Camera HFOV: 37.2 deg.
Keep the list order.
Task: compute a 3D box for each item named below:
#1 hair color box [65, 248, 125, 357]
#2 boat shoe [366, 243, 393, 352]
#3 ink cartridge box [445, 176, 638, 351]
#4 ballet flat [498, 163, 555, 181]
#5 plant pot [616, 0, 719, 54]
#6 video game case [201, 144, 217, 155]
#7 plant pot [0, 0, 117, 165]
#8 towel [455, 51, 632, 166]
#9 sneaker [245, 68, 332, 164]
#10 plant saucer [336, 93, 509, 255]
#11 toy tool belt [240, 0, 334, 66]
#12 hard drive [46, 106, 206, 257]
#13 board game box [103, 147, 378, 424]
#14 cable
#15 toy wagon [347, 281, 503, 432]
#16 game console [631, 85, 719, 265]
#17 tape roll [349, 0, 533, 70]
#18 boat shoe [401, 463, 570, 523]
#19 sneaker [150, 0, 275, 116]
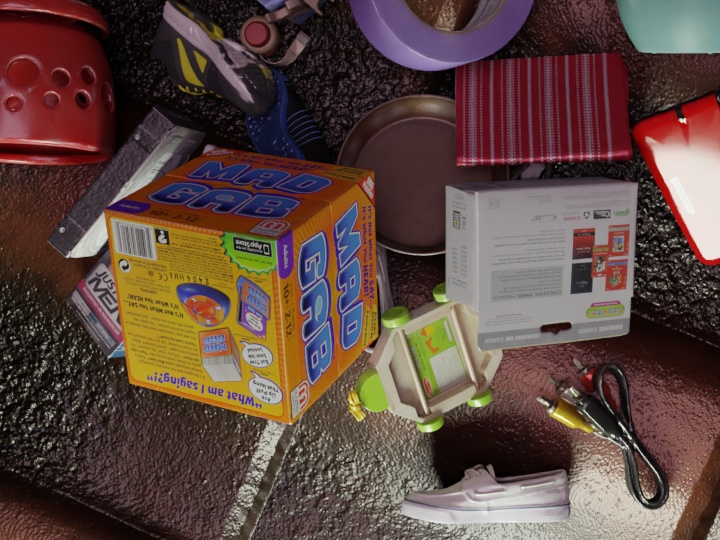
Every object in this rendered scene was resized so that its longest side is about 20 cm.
[{"bbox_3d":[-0.254,0.002,1.286,0.200,0.061,0.100,-46,73,16],"label":"hair color box"},{"bbox_3d":[0.000,0.000,1.265,0.073,0.065,0.200,-20,90,8],"label":"boat shoe"},{"bbox_3d":[0.200,-0.011,1.192,0.200,0.084,0.176,-4,101,-19],"label":"ink cartridge box"},{"bbox_3d":[0.163,-0.058,1.252,0.066,0.057,0.200,27,96,7],"label":"ballet flat"},{"bbox_3d":[0.365,-0.317,1.150,0.200,0.201,0.161,1,104,8],"label":"plant pot"},{"bbox_3d":[-0.141,-0.028,1.281,0.200,0.023,0.182,30,101,20],"label":"video game case"},{"bbox_3d":[-0.384,-0.223,1.249,0.200,0.200,0.183,2,90,8],"label":"plant pot"},{"bbox_3d":[0.209,-0.184,1.228,0.200,0.022,0.145,-2,64,8],"label":"towel"},{"bbox_3d":[-0.079,-0.151,1.256,0.070,0.078,0.200,-37,48,26],"label":"sneaker"},{"bbox_3d":[0.072,-0.108,1.249,0.200,0.034,0.201,-1,72,2],"label":"plant saucer"},{"bbox_3d":[-0.081,-0.340,1.238,0.125,0.123,0.200,40,97,4],"label":"toy tool belt"},{"bbox_3d":[-0.272,-0.101,1.268,0.038,0.140,0.200,40,96,4],"label":"hard drive"},{"bbox_3d":[-0.114,0.007,1.113,0.200,0.200,0.200,11,118,25],"label":"board game box"},{"bbox_3d":[0.303,0.187,1.265,0.097,0.050,0.200,-43,99,-9],"label":"cable"},{"bbox_3d":[0.069,0.109,1.237,0.200,0.040,0.155,-25,112,-15],"label":"toy wagon"},{"bbox_3d":[0.431,-0.132,1.204,0.172,0.119,0.200,-19,112,38],"label":"game console"},{"bbox_3d":[0.090,-0.329,1.200,0.200,0.085,0.200,-1,94,-16],"label":"tape roll"},{"bbox_3d":[0.148,0.262,1.269,0.200,0.074,0.066,-1,88,-2],"label":"boat shoe"},{"bbox_3d":[-0.176,-0.237,1.272,0.200,0.074,0.085,48,119,27],"label":"sneaker"}]
